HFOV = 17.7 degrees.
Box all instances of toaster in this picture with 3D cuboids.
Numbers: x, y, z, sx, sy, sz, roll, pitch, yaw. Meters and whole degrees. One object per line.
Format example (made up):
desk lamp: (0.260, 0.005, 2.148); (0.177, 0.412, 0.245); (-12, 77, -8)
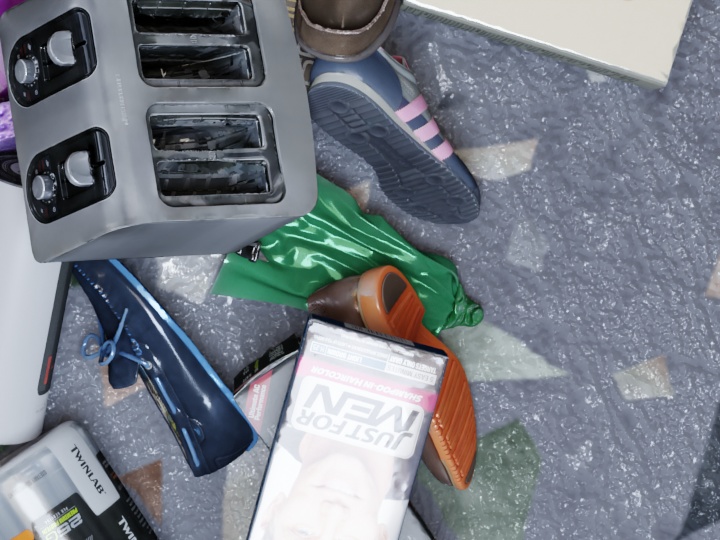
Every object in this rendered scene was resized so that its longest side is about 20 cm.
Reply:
toaster: (-0.132, -0.101, 1.577); (0.200, 0.119, 0.181); (-3, 80, -36)

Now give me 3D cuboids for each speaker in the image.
speaker: (-0.251, 0.021, 1.657); (0.081, 0.081, 0.200); (12, 108, -3)

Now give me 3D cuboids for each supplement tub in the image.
supplement tub: (-0.202, 0.220, 1.672); (0.122, 0.123, 0.200); (-34, 93, -1)

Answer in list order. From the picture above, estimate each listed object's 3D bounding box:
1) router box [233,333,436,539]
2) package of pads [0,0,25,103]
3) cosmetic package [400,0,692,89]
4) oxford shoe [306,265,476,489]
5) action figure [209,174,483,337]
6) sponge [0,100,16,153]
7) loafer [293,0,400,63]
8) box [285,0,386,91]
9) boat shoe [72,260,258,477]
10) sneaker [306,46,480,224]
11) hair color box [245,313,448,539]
router box: (-0.015, 0.146, 1.663); (0.062, 0.150, 0.200); (-34, 93, -1)
package of pads: (-0.288, -0.223, 1.660); (0.120, 0.076, 0.200); (-37, 92, 28)
cosmetic package: (0.134, -0.202, 1.680); (0.200, 0.103, 0.087); (18, 92, -4)
oxford shoe: (0.027, 0.081, 1.692); (0.073, 0.071, 0.200); (-11, 121, 27)
action figure: (0.000, 0.000, 1.706); (0.200, 0.055, 0.118); (23, 90, -10)
sponge: (-0.309, -0.084, 1.661); (0.200, 0.112, 0.030); (-16, 88, -2)
loafer: (0.000, -0.235, 1.602); (0.073, 0.071, 0.200); (11, 62, 9)
box: (-0.047, -0.227, 1.697); (0.157, 0.050, 0.200); (14, 91, -3)
boat shoe: (-0.157, 0.065, 1.687); (0.069, 0.084, 0.200); (-39, 91, -6)
sneaker: (0.033, -0.108, 1.665); (0.070, 0.200, 0.082); (-8, 56, 28)
hair color box: (-0.014, 0.139, 1.557); (0.100, 0.061, 0.200); (15, 92, -2)
